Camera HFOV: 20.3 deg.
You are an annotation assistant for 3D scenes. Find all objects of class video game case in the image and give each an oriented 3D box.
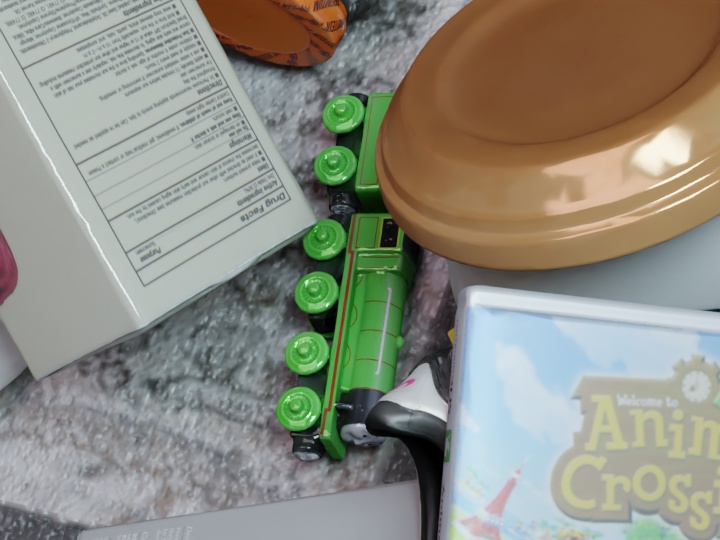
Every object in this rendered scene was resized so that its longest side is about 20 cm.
[{"bbox_3d":[0.125,0.106,0.719,0.199,0.022,0.183,6,83,-10],"label":"video game case"}]

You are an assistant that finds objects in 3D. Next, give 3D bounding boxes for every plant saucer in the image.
[{"bbox_3d":[0.096,-0.079,0.830,0.199,0.038,0.201,-17,36,13],"label":"plant saucer"}]

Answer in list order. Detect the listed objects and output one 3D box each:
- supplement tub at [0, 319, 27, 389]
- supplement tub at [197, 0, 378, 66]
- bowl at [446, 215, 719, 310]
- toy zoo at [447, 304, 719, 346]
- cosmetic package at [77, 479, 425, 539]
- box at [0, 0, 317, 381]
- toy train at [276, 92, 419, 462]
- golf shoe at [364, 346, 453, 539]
[{"bbox_3d":[-0.268,-0.021,1.070,0.199,0.145,0.146,18,74,33],"label":"supplement tub"},{"bbox_3d":[-0.023,-0.218,1.063,0.122,0.123,0.201,10,69,31],"label":"supplement tub"},{"bbox_3d":[0.135,-0.073,0.893,0.199,0.075,0.201,-5,39,27],"label":"bowl"},{"bbox_3d":[0.124,0.024,0.857,0.199,0.021,0.131,-29,30,-10],"label":"toy zoo"},{"bbox_3d":[-0.022,0.152,0.854,0.199,0.107,0.091,-14,57,32],"label":"cosmetic package"},{"bbox_3d":[-0.136,-0.070,0.966,0.128,0.201,0.109,-32,5,-41],"label":"box"},{"bbox_3d":[0.000,0.000,0.987,0.056,0.042,0.201,0,64,16],"label":"toy train"},{"bbox_3d":[0.060,0.125,0.759,0.092,0.073,0.201,-19,92,-26],"label":"golf shoe"}]
